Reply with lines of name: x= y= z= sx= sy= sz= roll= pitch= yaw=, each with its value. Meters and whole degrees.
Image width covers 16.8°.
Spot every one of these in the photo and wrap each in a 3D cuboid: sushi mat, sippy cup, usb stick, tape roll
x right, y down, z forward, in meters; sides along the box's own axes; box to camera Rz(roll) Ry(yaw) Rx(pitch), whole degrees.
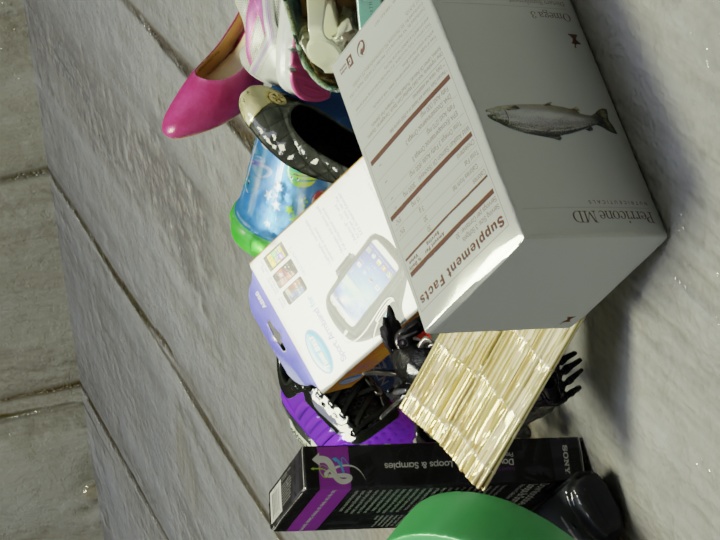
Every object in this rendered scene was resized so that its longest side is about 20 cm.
sushi mat: x=0.097 y=0.037 z=1.577 sx=0.096 sy=0.012 sz=0.201 roll=47 pitch=118 yaw=39
sippy cup: x=-0.033 y=-0.084 z=1.966 sx=0.177 sy=0.139 sz=0.131 roll=23 pitch=121 yaw=28
usb stick: x=0.139 y=0.186 z=1.707 sx=0.056 sy=0.032 sz=0.200 roll=63 pitch=161 yaw=11
tape roll: x=0.099 y=0.243 z=1.666 sx=0.200 sy=0.048 sz=0.201 roll=26 pitch=139 yaw=24

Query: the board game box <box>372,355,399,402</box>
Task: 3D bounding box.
board game box: x=-0.004 y=0.087 z=2.038 sx=0.200 sy=0.043 sz=0.200 roll=65 pitch=168 yaw=-15

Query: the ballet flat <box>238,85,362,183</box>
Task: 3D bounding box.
ballet flat: x=-0.006 y=-0.091 z=1.846 sx=0.199 sy=0.066 sz=0.057 roll=32 pitch=130 yaw=15

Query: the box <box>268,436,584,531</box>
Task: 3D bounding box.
box: x=0.044 y=0.151 z=1.714 sx=0.143 sy=0.199 sz=0.036 roll=124 pitch=145 yaw=-69

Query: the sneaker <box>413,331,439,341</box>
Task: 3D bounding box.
sneaker: x=0.058 y=0.080 z=1.857 sx=0.201 sy=0.067 sz=0.109 roll=-156 pitch=57 yaw=-68

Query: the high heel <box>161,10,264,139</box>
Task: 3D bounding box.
high heel: x=-0.097 y=-0.195 z=1.943 sx=0.067 sy=0.200 sz=0.096 roll=39 pitch=165 yaw=49

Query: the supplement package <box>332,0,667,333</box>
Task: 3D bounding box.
supplement package: x=0.083 y=-0.075 z=1.499 sx=0.117 sy=0.116 sz=0.201 roll=-46 pitch=55 yaw=45

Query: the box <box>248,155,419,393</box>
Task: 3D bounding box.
box: x=0.000 y=0.000 z=1.800 sx=0.200 sy=0.041 sz=0.119 roll=-42 pitch=70 yaw=37

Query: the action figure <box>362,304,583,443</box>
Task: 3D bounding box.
action figure: x=0.085 y=0.066 z=1.695 sx=0.200 sy=0.102 sz=0.120 roll=-17 pitch=87 yaw=59

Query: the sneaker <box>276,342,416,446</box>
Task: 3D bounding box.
sneaker: x=-0.012 y=0.106 z=1.878 sx=0.200 sy=0.069 sz=0.100 roll=31 pitch=144 yaw=54

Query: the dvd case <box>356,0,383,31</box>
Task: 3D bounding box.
dvd case: x=0.015 y=-0.190 z=1.755 sx=0.200 sy=0.022 sz=0.147 roll=-82 pitch=-12 yaw=-60

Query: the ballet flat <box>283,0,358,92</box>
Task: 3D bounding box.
ballet flat: x=-0.030 y=-0.208 z=1.757 sx=0.201 sy=0.074 sz=0.074 roll=68 pitch=176 yaw=-46

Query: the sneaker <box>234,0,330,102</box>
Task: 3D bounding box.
sneaker: x=-0.055 y=-0.232 z=1.880 sx=0.088 sy=0.081 sz=0.201 roll=6 pitch=83 yaw=41
